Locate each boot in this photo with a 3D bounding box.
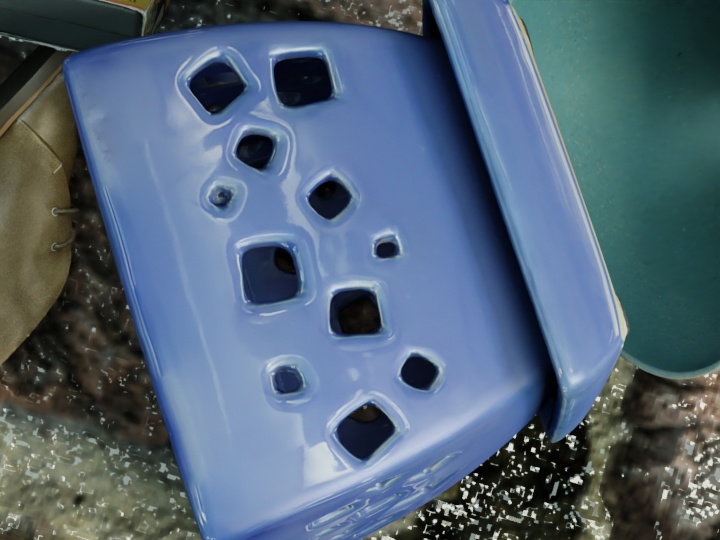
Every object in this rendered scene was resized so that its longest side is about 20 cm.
[{"bbox_3d":[-0.146,-0.034,1.163,0.075,0.074,0.200,36,90,-9],"label":"boot"}]

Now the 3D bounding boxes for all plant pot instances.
[{"bbox_3d":[0.000,0.000,1.079,0.179,0.200,0.201,-19,80,-1],"label":"plant pot"},{"bbox_3d":[0.166,-0.069,1.108,0.134,0.200,0.201,-15,80,-25],"label":"plant pot"}]

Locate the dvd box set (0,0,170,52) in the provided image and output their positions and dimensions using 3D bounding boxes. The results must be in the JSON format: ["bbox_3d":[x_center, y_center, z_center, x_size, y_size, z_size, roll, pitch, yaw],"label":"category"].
[{"bbox_3d":[-0.135,-0.164,1.130,0.146,0.029,0.200,12,38,4],"label":"dvd box set"}]
